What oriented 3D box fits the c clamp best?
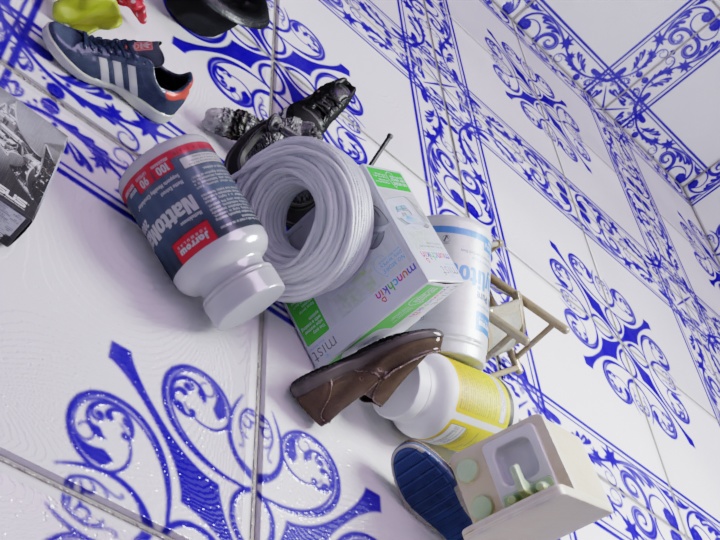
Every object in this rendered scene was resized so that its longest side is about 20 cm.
[{"bbox_3d":[-0.079,-0.144,1.349,0.199,0.172,0.027,27,-7,19],"label":"c clamp"}]

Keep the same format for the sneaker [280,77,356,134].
[{"bbox_3d":[-0.063,-0.269,1.641,0.076,0.087,0.200,46,27,-10],"label":"sneaker"}]

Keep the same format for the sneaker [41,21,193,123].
[{"bbox_3d":[-0.297,-0.268,1.273,0.199,0.084,0.075,27,35,-39],"label":"sneaker"}]

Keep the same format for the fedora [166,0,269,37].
[{"bbox_3d":[-0.233,-0.419,1.558,0.200,0.091,0.201,37,29,-25],"label":"fedora"}]

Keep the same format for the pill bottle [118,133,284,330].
[{"bbox_3d":[-0.174,-0.041,1.140,0.201,0.119,0.119,56,27,11],"label":"pill bottle"}]

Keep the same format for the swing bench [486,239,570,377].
[{"bbox_3d":[0.195,0.062,1.591,0.200,0.130,0.198,54,26,18],"label":"swing bench"}]

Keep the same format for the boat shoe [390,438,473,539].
[{"bbox_3d":[0.105,0.277,1.245,0.201,0.072,0.072,54,20,-17],"label":"boat shoe"}]

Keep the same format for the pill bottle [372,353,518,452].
[{"bbox_3d":[0.108,0.172,1.324,0.199,0.112,0.113,25,36,-42],"label":"pill bottle"}]

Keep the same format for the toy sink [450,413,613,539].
[{"bbox_3d":[0.193,0.251,1.197,0.200,0.130,0.113,30,33,-55],"label":"toy sink"}]

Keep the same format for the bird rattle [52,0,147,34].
[{"bbox_3d":[-0.354,-0.397,1.341,0.162,0.113,0.200,28,27,-8],"label":"bird rattle"}]

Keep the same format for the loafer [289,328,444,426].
[{"bbox_3d":[0.015,0.127,1.208,0.071,0.199,0.073,68,-15,0],"label":"loafer"}]

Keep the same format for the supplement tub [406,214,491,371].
[{"bbox_3d":[0.115,0.036,1.413,0.132,0.131,0.202,24,61,-42],"label":"supplement tub"}]

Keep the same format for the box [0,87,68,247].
[{"bbox_3d":[-0.395,-0.136,0.990,0.200,0.048,0.159,38,30,-25],"label":"box"}]

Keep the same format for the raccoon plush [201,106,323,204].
[{"bbox_3d":[-0.129,-0.138,1.418,0.198,0.097,0.135,6,58,-16],"label":"raccoon plush"}]

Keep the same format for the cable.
[{"bbox_3d":[-0.077,-0.060,1.228,0.069,0.199,0.201,9,52,-57],"label":"cable"}]

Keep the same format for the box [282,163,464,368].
[{"bbox_3d":[0.000,0.000,1.274,0.096,0.200,0.177,4,53,-55],"label":"box"}]
